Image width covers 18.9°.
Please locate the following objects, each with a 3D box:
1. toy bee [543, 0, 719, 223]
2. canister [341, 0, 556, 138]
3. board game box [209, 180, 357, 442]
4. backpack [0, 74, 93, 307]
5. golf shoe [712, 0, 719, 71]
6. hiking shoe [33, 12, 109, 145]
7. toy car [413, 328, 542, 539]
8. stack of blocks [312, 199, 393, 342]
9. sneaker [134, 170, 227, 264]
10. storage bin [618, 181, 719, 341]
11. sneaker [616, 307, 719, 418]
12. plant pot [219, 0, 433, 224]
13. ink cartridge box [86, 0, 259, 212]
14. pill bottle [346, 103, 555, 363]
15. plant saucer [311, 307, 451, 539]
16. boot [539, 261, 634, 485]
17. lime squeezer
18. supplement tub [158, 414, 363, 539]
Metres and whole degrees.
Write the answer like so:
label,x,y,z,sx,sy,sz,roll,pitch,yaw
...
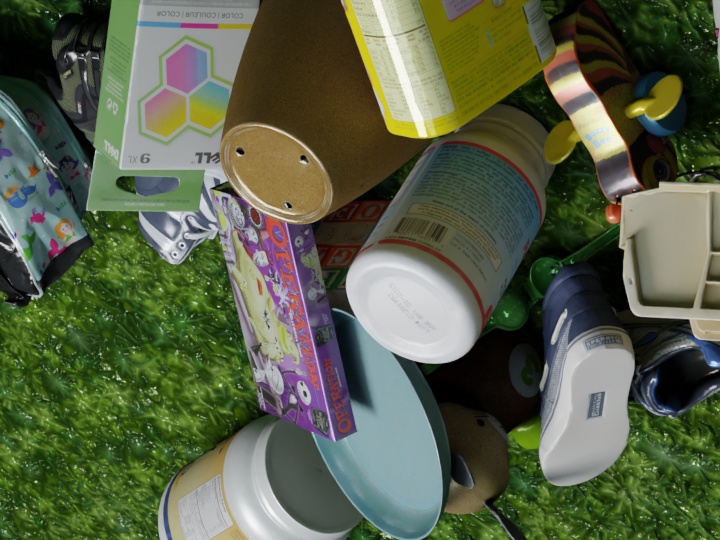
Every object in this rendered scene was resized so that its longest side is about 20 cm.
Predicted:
label,x,y,z,sx,sy,sz,roll,pitch,yaw
toy bee,0.198,-0.094,1.568,0.199,0.109,0.131,35,141,-1
canister,0.048,-0.211,1.496,0.086,0.148,0.201,15,133,52
board game box,-0.063,0.031,1.754,0.120,0.032,0.202,13,121,52
backpack,-0.330,-0.089,1.891,0.177,0.151,0.200,12,146,49
golf shoe,0.281,-0.142,1.475,0.072,0.092,0.201,-1,128,37
hiking shoe,-0.208,-0.176,1.789,0.100,0.076,0.200,38,142,-11
toy car,0.094,0.138,1.780,0.157,0.200,0.165,-36,118,9
stack of blocks,0.000,0.000,1.796,0.199,0.115,0.059,1,132,34
sneaker,-0.110,-0.051,1.837,0.199,0.070,0.109,20,122,27
storage bin,0.297,0.000,1.507,0.197,0.095,0.200,3,175,22
sneaker,0.237,0.077,1.736,0.077,0.085,0.199,47,140,-17
plant pot,-0.020,-0.135,1.604,0.185,0.200,0.187,19,138,18
ink cartridge box,-0.148,-0.132,1.699,0.059,0.103,0.202,37,123,53
pill bottle,0.076,-0.034,1.640,0.108,0.201,0.109,19,139,17
plant saucer,0.014,0.120,1.739,0.200,0.027,0.202,38,140,40
boot,0.176,0.084,1.734,0.072,0.091,0.201,-6,142,-12
lime squeezer,0.135,0.024,1.744,0.199,0.071,0.038,-36,104,8
supplement tub,-0.089,0.220,2.062,0.144,0.145,0.200,42,140,-11
